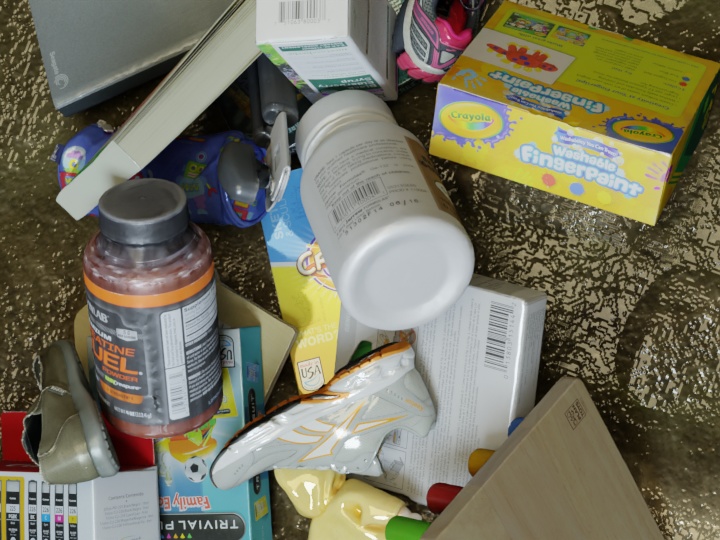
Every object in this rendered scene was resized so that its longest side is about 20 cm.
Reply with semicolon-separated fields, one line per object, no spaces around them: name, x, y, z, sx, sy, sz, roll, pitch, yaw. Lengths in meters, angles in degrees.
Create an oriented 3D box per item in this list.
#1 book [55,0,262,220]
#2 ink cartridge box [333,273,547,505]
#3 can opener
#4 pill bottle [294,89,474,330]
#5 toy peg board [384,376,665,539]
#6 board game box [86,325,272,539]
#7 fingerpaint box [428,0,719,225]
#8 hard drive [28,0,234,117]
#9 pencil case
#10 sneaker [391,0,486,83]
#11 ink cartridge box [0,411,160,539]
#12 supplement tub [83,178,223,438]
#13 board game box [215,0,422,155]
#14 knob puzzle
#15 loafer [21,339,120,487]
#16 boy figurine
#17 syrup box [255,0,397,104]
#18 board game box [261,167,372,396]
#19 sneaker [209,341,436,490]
book;-0.162;-0.134;1.607;0.048;0.133;0.200;44;55;-10
ink cartridge box;0.062;0.097;1.617;0.175;0.045;0.201;15;108;30
can opener;-0.089;-0.133;1.627;0.066;0.053;0.201;10;44;-18
pill bottle;0.012;-0.056;1.569;0.114;0.114;0.200;-31;43;8
toy peg board;0.127;0.220;1.546;0.098;0.201;0.199;4;41;49
board game box;-0.157;0.152;1.665;0.150;0.047;0.201;-4;89;22
fingerpaint box;0.179;-0.134;1.592;0.199;0.167;0.074;18;128;14
hard drive;-0.201;-0.239;1.748;0.199;0.033;0.140;-23;64;11
pencil case;-0.174;-0.086;1.692;0.199;0.078;0.087;6;99;29
sneaker;0.082;-0.261;1.656;0.080;0.075;0.201;14;67;-22
ink cartridge box;-0.271;0.212;1.650;0.199;0.084;0.177;-4;88;37
supplement tub;-0.168;0.029;1.546;0.106;0.107;0.201;7;122;14
board game box;-0.039;-0.191;1.722;0.199;0.028;0.136;-28;78;8
knob puzzle;-0.169;0.085;1.711;0.218;0.030;0.221;0;91;22
loafer;-0.254;0.119;1.596;0.069;0.200;0.076;-21;113;-9
boy figurine;0.003;0.227;1.627;0.200;0.064;0.125;43;132;12
syrup box;-0.024;-0.201;1.601;0.078;0.200;0.082;-2;79;12
board game box;0.000;0.000;1.681;0.152;0.040;0.201;-16;80;11
sneaker;-0.028;0.142;1.580;0.199;0.076;0.092;-29;93;5
